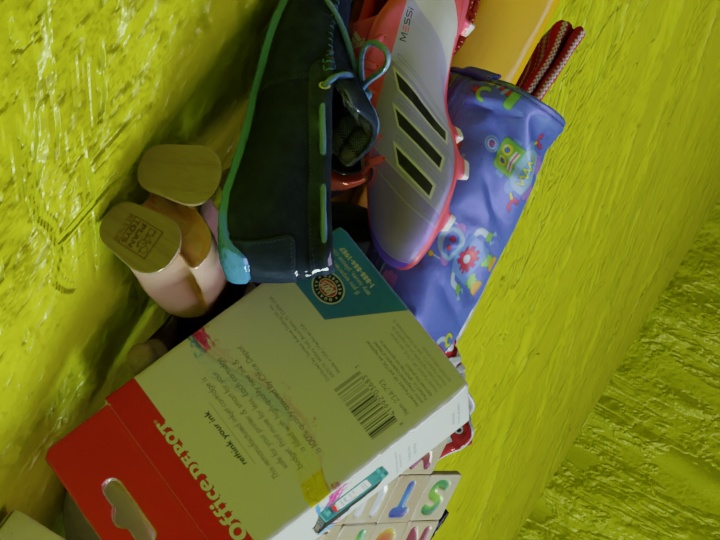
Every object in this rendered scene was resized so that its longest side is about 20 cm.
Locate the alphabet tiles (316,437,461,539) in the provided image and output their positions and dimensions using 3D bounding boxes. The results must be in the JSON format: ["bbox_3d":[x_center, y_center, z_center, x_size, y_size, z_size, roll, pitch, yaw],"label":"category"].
[{"bbox_3d":[-0.015,0.178,1.083,0.166,0.006,0.201,7,112,-53],"label":"alphabet tiles"}]

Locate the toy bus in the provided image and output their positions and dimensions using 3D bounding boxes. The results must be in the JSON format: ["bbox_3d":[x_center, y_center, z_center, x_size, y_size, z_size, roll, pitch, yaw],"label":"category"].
[{"bbox_3d":[0.048,-0.110,1.174,0.201,0.065,0.078,-62,-152,-4],"label":"toy bus"}]

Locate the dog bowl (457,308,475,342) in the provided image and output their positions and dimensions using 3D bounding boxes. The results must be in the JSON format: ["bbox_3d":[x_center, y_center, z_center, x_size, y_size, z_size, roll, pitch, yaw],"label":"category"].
[{"bbox_3d":[0.038,0.016,1.425,0.201,0.073,0.201,-56,165,-23],"label":"dog bowl"}]

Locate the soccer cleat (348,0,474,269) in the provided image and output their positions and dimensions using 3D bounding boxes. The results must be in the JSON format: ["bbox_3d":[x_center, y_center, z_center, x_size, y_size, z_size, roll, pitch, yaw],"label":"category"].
[{"bbox_3d":[0.019,-0.098,1.022,0.067,0.076,0.202,-25,-129,54],"label":"soccer cleat"}]

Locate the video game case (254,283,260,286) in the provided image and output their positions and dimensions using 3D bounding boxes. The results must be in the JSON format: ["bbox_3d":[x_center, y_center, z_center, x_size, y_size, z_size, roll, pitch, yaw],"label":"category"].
[{"bbox_3d":[-0.060,0.061,1.234,0.200,0.036,0.182,-41,156,-56],"label":"video game case"}]

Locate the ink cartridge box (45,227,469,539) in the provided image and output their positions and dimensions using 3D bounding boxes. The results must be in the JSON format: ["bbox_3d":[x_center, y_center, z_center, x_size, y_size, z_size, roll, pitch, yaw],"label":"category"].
[{"bbox_3d":[-0.053,0.087,0.977,0.199,0.116,0.067,-36,162,-10],"label":"ink cartridge box"}]

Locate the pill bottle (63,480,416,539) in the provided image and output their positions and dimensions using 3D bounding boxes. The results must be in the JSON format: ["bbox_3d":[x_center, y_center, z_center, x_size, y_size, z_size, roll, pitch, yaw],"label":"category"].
[{"bbox_3d":[-0.069,0.131,1.088,0.199,0.116,0.117,-20,140,-41],"label":"pill bottle"}]

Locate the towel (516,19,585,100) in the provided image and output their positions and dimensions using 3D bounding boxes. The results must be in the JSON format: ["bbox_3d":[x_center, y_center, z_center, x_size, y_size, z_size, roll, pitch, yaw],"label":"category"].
[{"bbox_3d":[0.069,-0.089,1.273,0.145,0.022,0.200,-56,-169,-26],"label":"towel"}]

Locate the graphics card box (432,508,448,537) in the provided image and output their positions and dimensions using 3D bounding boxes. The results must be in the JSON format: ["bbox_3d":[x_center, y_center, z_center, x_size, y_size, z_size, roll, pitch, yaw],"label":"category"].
[{"bbox_3d":[-0.043,0.214,1.328,0.200,0.125,0.051,-50,173,-7],"label":"graphics card box"}]

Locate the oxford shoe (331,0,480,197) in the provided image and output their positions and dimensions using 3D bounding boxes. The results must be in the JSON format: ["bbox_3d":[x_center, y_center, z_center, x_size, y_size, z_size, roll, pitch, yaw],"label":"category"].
[{"bbox_3d":[0.008,-0.126,1.105,0.201,0.071,0.072,-57,-169,-26],"label":"oxford shoe"}]

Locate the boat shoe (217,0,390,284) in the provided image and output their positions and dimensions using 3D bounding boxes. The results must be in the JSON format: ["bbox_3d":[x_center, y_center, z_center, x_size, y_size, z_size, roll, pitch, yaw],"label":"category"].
[{"bbox_3d":[-0.022,-0.072,0.959,0.084,0.068,0.201,82,17,-61],"label":"boat shoe"}]

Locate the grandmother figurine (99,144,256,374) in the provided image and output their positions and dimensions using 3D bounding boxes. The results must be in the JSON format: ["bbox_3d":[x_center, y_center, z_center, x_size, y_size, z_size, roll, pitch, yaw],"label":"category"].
[{"bbox_3d":[-0.087,0.006,0.994,0.122,0.060,0.200,-51,162,-9],"label":"grandmother figurine"}]

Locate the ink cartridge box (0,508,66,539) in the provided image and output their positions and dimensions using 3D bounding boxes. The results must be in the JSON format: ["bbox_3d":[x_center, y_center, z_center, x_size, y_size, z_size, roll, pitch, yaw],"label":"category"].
[{"bbox_3d":[-0.166,0.236,0.987,0.126,0.128,0.201,-54,165,-28],"label":"ink cartridge box"}]

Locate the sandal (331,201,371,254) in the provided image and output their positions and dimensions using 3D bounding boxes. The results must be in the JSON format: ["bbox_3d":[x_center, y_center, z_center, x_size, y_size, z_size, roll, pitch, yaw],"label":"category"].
[{"bbox_3d":[0.001,0.000,1.139,0.199,0.043,0.076,9,144,-46],"label":"sandal"}]

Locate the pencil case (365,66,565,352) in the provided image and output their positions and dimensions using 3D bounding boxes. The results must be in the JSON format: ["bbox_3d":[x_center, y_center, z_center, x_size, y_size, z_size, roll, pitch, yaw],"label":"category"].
[{"bbox_3d":[0.045,-0.024,1.081,0.087,0.078,0.201,38,76,-51],"label":"pencil case"}]

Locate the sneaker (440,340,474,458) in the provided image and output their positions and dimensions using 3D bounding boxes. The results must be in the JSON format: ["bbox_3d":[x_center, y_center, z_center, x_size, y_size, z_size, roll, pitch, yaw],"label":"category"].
[{"bbox_3d":[0.055,0.049,1.282,0.201,0.112,0.071,-61,-178,16],"label":"sneaker"}]
